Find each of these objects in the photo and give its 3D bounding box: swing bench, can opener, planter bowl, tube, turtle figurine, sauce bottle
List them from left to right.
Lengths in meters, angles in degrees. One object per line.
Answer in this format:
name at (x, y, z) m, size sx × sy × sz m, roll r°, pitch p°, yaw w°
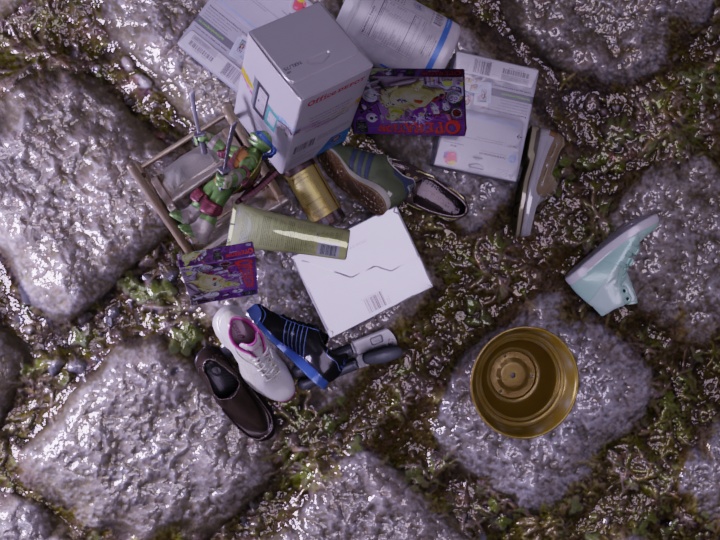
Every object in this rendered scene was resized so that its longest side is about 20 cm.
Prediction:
turtle figurine at (-0.235, -0.156, 1.267) m, size 0.143 × 0.200 × 0.195 m, roll 37°, pitch 96°, yaw 22°
swing bench at (-0.254, -0.145, 1.401) m, size 0.198 × 0.130 × 0.201 m, roll -32°, pitch 102°, yaw -4°
tube at (-0.116, -0.060, 1.351) m, size 0.198 × 0.052 × 0.059 m, roll 9°, pitch 55°, yaw -4°
sauce bottle at (-0.099, -0.166, 1.445) m, size 0.064 × 0.065 × 0.201 m, roll -29°, pitch 94°, yaw -3°
can opener at (-0.024, 0.159, 1.476) m, size 0.198 × 0.066 × 0.053 m, roll -20°, pitch 96°, yaw 1°
planter bowl at (0.286, 0.196, 1.498) m, size 0.198 × 0.083 × 0.203 m, roll 0°, pitch 93°, yaw -6°

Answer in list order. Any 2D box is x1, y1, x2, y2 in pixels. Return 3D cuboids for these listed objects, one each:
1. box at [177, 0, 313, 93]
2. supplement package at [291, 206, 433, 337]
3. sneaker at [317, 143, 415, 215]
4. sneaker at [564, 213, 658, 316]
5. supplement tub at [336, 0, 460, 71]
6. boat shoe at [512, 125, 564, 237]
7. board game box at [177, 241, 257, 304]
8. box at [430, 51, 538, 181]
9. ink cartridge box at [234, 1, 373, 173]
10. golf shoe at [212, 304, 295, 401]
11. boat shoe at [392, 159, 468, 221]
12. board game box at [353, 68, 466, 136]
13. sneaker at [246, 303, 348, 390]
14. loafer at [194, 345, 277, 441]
box at (-0.194, -0.420, 1.430) m, size 0.155 × 0.041 × 0.201 m, roll 37°, pitch 90°, yaw -7°
supplement package at (0.000, 0.000, 1.441) m, size 0.198 × 0.111 × 0.157 m, roll -26°, pitch 95°, yaw -3°
sneaker at (0.014, -0.172, 1.425) m, size 0.089 × 0.200 × 0.068 m, roll -29°, pitch 141°, yaw -23°
sneaker at (0.486, -0.007, 1.509) m, size 0.200 × 0.074 × 0.118 m, roll -41°, pitch 90°, yaw 8°
supplement tub at (0.058, -0.403, 1.413) m, size 0.198 × 0.132 × 0.133 m, roll 26°, pitch 91°, yaw -6°
boat shoe at (0.320, -0.155, 1.484) m, size 0.068 × 0.075 × 0.202 m, roll 11°, pitch 92°, yaw -1°
board game box at (-0.232, 0.008, 1.367) m, size 0.119 × 0.200 × 0.033 m, roll -14°, pitch 73°, yaw -10°
box at (0.221, -0.272, 1.476) m, size 0.154 × 0.041 × 0.202 m, roll 10°, pitch 92°, yaw -6°
ink cartridge box at (-0.097, -0.291, 1.333) m, size 0.146 × 0.200 × 0.146 m, roll -31°, pitch 75°, yaw -27°
golf shoe at (-0.179, 0.149, 1.418) m, size 0.075 × 0.091 × 0.201 m, roll -41°, pitch 102°, yaw -15°
boat shoe at (0.101, -0.145, 1.468) m, size 0.198 × 0.060 × 0.072 m, roll 26°, pitch 91°, yaw -7°
board game box at (0.080, -0.286, 1.408) m, size 0.198 × 0.121 × 0.033 m, roll 3°, pitch 50°, yaw 14°
sneaker at (-0.109, 0.116, 1.447) m, size 0.200 × 0.070 × 0.078 m, roll 42°, pitch 82°, yaw 10°
loafer at (-0.224, 0.225, 1.452) m, size 0.073 × 0.071 × 0.200 m, roll -41°, pitch 96°, yaw -2°
